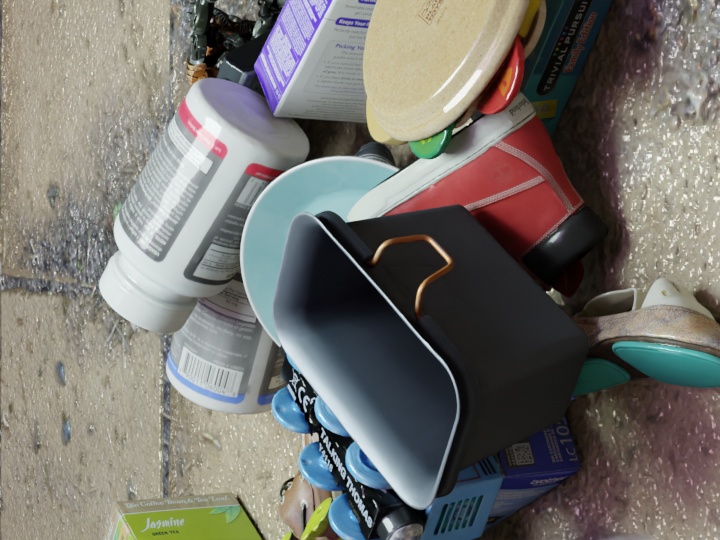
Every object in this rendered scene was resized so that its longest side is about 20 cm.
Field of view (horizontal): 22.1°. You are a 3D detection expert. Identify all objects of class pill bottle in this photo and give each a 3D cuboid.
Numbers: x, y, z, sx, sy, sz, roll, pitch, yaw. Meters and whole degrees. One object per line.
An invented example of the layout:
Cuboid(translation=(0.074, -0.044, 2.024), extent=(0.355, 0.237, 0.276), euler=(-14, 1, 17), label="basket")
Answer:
Cuboid(translation=(-0.099, 0.017, 1.641), extent=(0.114, 0.113, 0.201), euler=(46, 127, 48), label="pill bottle")
Cuboid(translation=(-0.135, -0.049, 1.520), extent=(0.200, 0.110, 0.111), euler=(-57, 43, 22), label="pill bottle")

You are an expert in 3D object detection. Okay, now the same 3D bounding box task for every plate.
Cuboid(translation=(0.000, 0.000, 1.468), extent=(0.199, 0.026, 0.201), euler=(8, 115, 16), label="plate")

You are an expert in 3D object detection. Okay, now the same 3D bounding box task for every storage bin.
Cuboid(translation=(0.053, 0.035, 1.237), extent=(0.200, 0.134, 0.146), euler=(48, 140, 34), label="storage bin")

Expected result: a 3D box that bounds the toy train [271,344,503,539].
Cuboid(translation=(0.015, 0.114, 1.314), extent=(0.200, 0.114, 0.087), euler=(59, 145, 39), label="toy train")

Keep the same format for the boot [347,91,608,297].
Cuboid(translation=(0.085, -0.026, 1.344), extent=(0.200, 0.072, 0.145), euler=(-29, 96, 48), label="boot")

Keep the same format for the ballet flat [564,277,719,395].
Cuboid(translation=(0.187, 0.041, 1.227), extent=(0.200, 0.068, 0.067), euler=(-8, 55, 55), label="ballet flat")

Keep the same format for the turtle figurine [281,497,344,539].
Cuboid(translation=(0.020, 0.238, 1.353), extent=(0.161, 0.064, 0.200), euler=(41, 140, -7), label="turtle figurine")

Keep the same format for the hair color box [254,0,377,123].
Cuboid(translation=(0.004, -0.210, 1.475), extent=(0.200, 0.109, 0.065), euler=(-57, 44, 41), label="hair color box")

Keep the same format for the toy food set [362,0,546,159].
Cuboid(translation=(0.068, -0.176, 1.300), extent=(0.198, 0.049, 0.201), euler=(22, 90, 62), label="toy food set")

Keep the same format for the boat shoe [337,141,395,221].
Cuboid(translation=(0.006, -0.008, 1.521), extent=(0.068, 0.071, 0.201), euler=(-79, -10, -64), label="boat shoe")

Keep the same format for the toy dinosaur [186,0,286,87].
Cuboid(translation=(-0.117, -0.199, 1.671), extent=(0.200, 0.102, 0.136), euler=(-122, 46, -55), label="toy dinosaur")

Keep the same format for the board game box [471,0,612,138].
Cuboid(translation=(0.118, -0.211, 1.348), extent=(0.151, 0.047, 0.201), euler=(55, 135, 42), label="board game box")

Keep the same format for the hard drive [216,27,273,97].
Cuboid(translation=(-0.106, -0.122, 1.637), extent=(0.033, 0.140, 0.200), euler=(34, 126, 12), label="hard drive")

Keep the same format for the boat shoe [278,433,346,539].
Cuboid(translation=(-0.033, 0.180, 1.430), extent=(0.068, 0.072, 0.201), euler=(-8, 87, 19), label="boat shoe")

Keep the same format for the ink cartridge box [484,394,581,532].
Cuboid(translation=(0.084, 0.114, 1.379), extent=(0.200, 0.076, 0.137), euler=(-44, 54, 51), label="ink cartridge box")

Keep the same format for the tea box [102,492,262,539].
Cuboid(translation=(-0.162, 0.348, 1.727), extent=(0.197, 0.133, 0.201), euler=(50, 131, 47), label="tea box")
